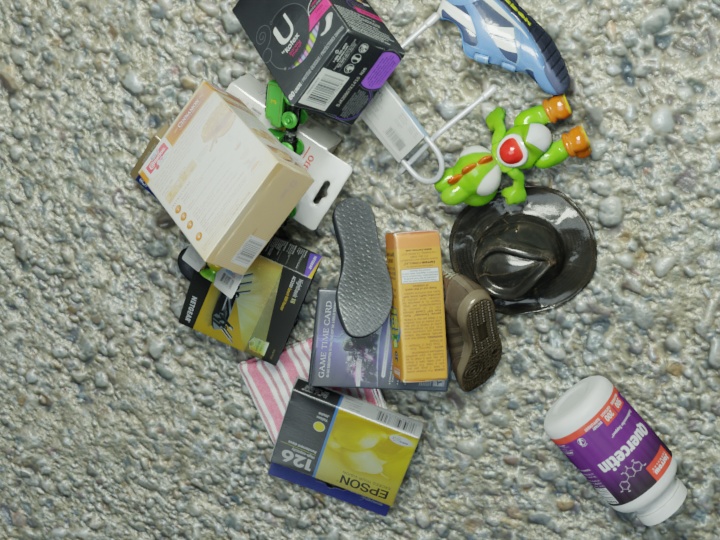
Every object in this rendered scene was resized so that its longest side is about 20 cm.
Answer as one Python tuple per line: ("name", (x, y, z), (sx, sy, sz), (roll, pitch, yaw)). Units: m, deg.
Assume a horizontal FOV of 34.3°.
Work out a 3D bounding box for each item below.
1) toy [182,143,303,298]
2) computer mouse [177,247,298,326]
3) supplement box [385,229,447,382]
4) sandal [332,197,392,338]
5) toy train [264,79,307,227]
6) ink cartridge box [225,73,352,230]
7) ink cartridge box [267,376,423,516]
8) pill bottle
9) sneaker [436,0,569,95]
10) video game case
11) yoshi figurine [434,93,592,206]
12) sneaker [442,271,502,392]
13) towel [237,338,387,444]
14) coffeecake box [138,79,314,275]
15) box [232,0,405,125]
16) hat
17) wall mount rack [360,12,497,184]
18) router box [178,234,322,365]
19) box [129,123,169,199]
("toy", (-0.143, -0.073, 1.504), (0.115, 0.047, 0.201), (35, 97, 38))
("computer mouse", (-0.179, 0.028, 1.689), (0.199, 0.034, 0.059), (28, 114, 3))
("supplement box", (0.075, 0.047, 1.562), (0.068, 0.067, 0.201), (-6, 92, -10))
("sandal", (0.001, 0.000, 1.572), (0.076, 0.201, 0.043), (2, 155, -11))
("toy train", (-0.106, -0.154, 1.522), (0.056, 0.042, 0.201), (17, 114, 20))
("ink cartridge box", (-0.109, -0.159, 1.580), (0.200, 0.068, 0.117), (36, 116, 2))
("ink cartridge box", (-0.029, 0.272, 1.711), (0.197, 0.047, 0.201), (19, 121, 2))
("pill bottle", (0.349, 0.247, 1.582), (0.112, 0.112, 0.200), (-40, 96, 25))
("sneaker", (0.178, -0.286, 1.452), (0.200, 0.074, 0.082), (47, 117, 3))
("video game case", (0.033, 0.097, 1.618), (0.199, 0.019, 0.144), (4, 108, -10))
("yoshi figurine", (0.190, -0.144, 1.499), (0.199, 0.113, 0.112), (-27, 130, 10))
("sneaker", (0.147, 0.081, 1.594), (0.076, 0.070, 0.201), (50, 155, 38))
("towel", (-0.073, 0.175, 1.718), (0.199, 0.030, 0.147), (-19, 104, 21))
("coffeecake box", (-0.173, -0.119, 1.463), (0.154, 0.073, 0.200), (-52, 51, 13))
("box", (-0.055, -0.295, 1.437), (0.122, 0.106, 0.200), (-50, 51, 25))
("hat", (0.209, -0.016, 1.538), (0.200, 0.081, 0.202), (5, 110, 14))
("wall mount rack", (0.069, -0.218, 1.475), (0.200, 0.075, 0.174), (51, 138, 3))
("router box", (-0.156, 0.027, 1.627), (0.157, 0.052, 0.200), (24, 135, 0))
("box", (-0.221, -0.102, 1.618), (0.200, 0.032, 0.121), (40, 145, -7))
